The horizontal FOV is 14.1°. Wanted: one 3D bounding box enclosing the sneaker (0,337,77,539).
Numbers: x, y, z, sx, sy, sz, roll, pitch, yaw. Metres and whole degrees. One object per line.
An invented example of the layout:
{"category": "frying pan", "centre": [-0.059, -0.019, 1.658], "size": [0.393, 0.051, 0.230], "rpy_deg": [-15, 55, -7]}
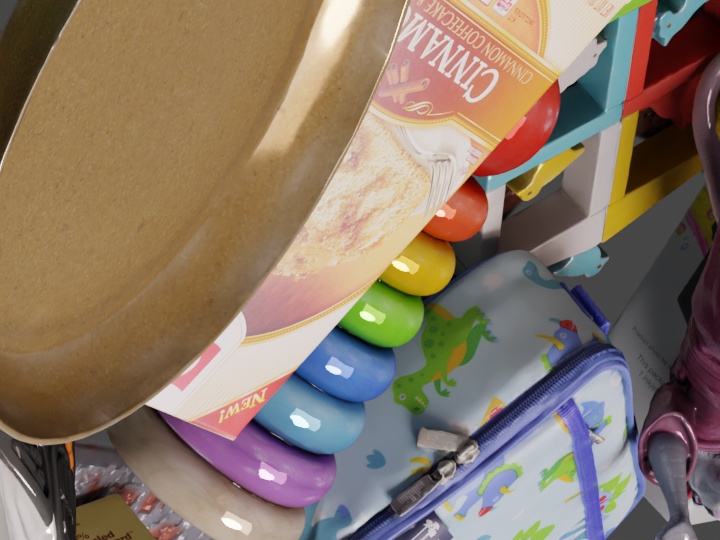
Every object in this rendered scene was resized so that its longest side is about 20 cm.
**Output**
{"category": "sneaker", "centre": [-0.129, 0.066, 0.858], "size": [0.091, 0.076, 0.200], "rpy_deg": [-3, 161, -6]}

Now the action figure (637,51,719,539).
{"category": "action figure", "centre": [0.147, 0.025, 1.144], "size": [0.133, 0.149, 0.201], "rpy_deg": [-16, 147, -26]}

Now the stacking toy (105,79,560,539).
{"category": "stacking toy", "centre": [0.000, 0.000, 1.013], "size": [0.200, 0.085, 0.085], "rpy_deg": [-51, 150, 11]}

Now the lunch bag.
{"category": "lunch bag", "centre": [0.037, 0.085, 1.153], "size": [0.160, 0.083, 0.200], "rpy_deg": [-38, 158, -10]}

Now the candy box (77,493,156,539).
{"category": "candy box", "centre": [-0.144, 0.184, 1.100], "size": [0.115, 0.055, 0.201], "rpy_deg": [-17, 141, -38]}

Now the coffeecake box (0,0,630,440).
{"category": "coffeecake box", "centre": [-0.031, -0.056, 0.913], "size": [0.200, 0.073, 0.153], "rpy_deg": [-48, 151, 8]}

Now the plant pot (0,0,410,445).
{"category": "plant pot", "centre": [-0.047, -0.048, 0.760], "size": [0.200, 0.027, 0.201], "rpy_deg": [-49, 158, -28]}

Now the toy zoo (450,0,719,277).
{"category": "toy zoo", "centre": [0.093, -0.068, 1.103], "size": [0.131, 0.020, 0.201], "rpy_deg": [-30, 148, -23]}

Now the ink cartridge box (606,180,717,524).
{"category": "ink cartridge box", "centre": [0.201, 0.005, 1.265], "size": [0.145, 0.083, 0.201], "rpy_deg": [-3, 131, -49]}
